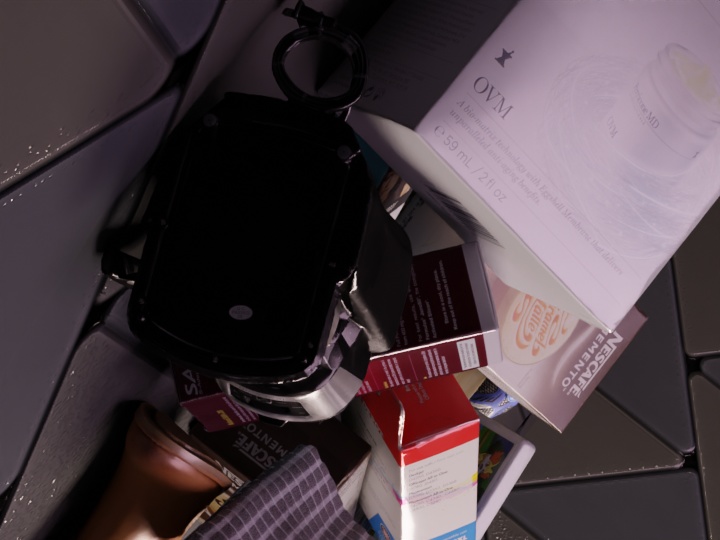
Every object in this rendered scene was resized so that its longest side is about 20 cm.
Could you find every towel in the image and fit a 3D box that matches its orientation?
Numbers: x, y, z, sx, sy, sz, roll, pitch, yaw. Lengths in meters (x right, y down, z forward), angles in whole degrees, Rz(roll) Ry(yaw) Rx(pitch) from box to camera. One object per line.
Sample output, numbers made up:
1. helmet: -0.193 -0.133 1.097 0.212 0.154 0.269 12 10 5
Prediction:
1. towel: -0.040 0.216 1.443 0.086 0.166 0.200 -47 176 25

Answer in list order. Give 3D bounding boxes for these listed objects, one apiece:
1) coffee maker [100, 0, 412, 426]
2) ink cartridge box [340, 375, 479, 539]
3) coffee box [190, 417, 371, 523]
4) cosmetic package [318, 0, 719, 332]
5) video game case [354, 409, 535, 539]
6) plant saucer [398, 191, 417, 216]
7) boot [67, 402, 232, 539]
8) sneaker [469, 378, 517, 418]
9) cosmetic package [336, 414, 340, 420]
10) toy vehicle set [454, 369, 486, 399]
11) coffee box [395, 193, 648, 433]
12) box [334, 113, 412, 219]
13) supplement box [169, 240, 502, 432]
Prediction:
1. coffee maker: -0.031 -0.017 1.195 0.192 0.135 0.200 -52 169 -3
2. ink cartridge box: 0.035 0.118 1.610 0.067 0.116 0.200 -18 140 -16
3. coffee box: -0.065 0.161 1.653 0.080 0.113 0.200 -48 167 -21
4. cosmetic package: 0.123 -0.109 1.290 0.200 0.199 0.123 -52 -148 -7
5. video game case: 0.028 0.190 1.741 0.022 0.182 0.200 35 86 -41
6. plant saucer: 0.000 0.000 1.619 0.200 0.031 0.200 -49 167 -15
7. boot: -0.161 0.175 1.436 0.155 0.074 0.200 -45 165 -12
8. sneaker: 0.079 0.061 1.828 0.078 0.075 0.200 -38 -149 -1
9. cosmetic package: -0.033 0.171 1.874 0.200 0.090 0.107 -54 172 -5
10. toy vehicle set: 0.069 0.038 1.746 0.124 0.027 0.200 -51 -158 -4
11. coffee box: 0.108 0.015 1.576 0.114 0.080 0.200 -52 134 -3
12. box: -0.014 -0.034 1.418 0.082 0.049 0.200 -37 162 -51
13. supplement box: -0.015 0.043 1.356 0.199 0.061 0.109 -14 166 1
